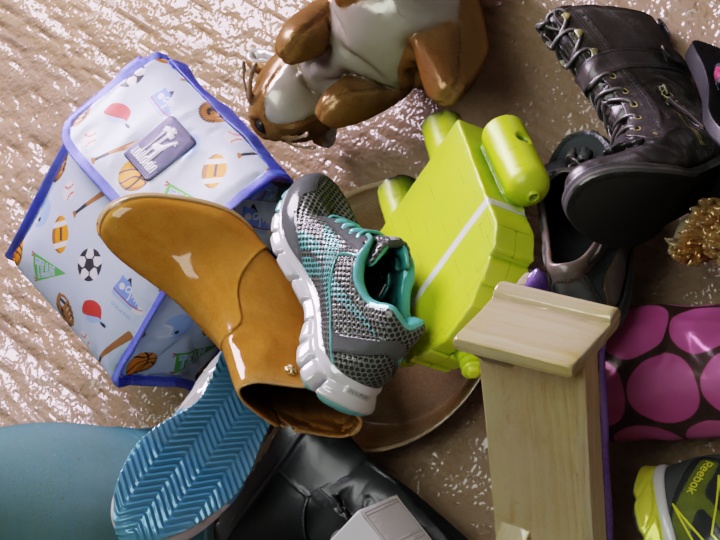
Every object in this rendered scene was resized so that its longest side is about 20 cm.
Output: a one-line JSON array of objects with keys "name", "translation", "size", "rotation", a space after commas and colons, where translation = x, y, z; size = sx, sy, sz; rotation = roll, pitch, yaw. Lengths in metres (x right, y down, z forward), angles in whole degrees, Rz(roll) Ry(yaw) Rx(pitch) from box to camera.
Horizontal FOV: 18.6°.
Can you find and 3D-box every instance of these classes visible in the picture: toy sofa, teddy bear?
[{"name": "toy sofa", "translation": [0.123, 0.104, 1.365], "size": [0.083, 0.098, 0.200], "rotation": [14, 127, 31]}, {"name": "teddy bear", "translation": [0.282, -0.012, 1.355], "size": [0.200, 0.145, 0.067], "rotation": [3, 92, 37]}]

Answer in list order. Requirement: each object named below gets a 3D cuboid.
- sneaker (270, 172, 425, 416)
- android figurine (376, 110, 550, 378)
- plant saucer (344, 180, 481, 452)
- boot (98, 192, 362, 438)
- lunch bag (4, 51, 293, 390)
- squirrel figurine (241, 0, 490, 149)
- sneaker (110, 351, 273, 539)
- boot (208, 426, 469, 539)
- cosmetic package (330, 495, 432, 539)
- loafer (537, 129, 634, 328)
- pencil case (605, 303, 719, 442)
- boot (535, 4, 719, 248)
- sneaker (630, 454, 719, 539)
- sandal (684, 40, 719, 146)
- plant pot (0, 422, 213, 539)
[{"name": "sneaker", "translation": [0.000, 0.000, 1.463], "size": [0.091, 0.078, 0.200], "rotation": [-46, 41, 30]}, {"name": "android figurine", "translation": [0.062, -0.014, 1.462], "size": [0.182, 0.041, 0.200], "rotation": [-56, 32, 28]}, {"name": "plant saucer", "translation": [0.021, 0.035, 1.562], "size": [0.200, 0.035, 0.200], "rotation": [-10, 69, 29]}, {"name": "boot", "translation": [-0.085, 0.031, 1.474], "size": [0.071, 0.201, 0.144], "rotation": [-56, 21, 30]}, {"name": "lunch bag", "translation": [-0.150, -0.038, 1.620], "size": [0.170, 0.124, 0.200], "rotation": [46, 115, 31]}, {"name": "squirrel figurine", "translation": [0.004, -0.168, 1.591], "size": [0.187, 0.142, 0.200], "rotation": [-41, 9, 43]}, {"name": "sneaker", "translation": [-0.106, 0.127, 1.500], "size": [0.077, 0.200, 0.081], "rotation": [32, 136, 7]}, {"name": "boot", "translation": [-0.003, 0.213, 1.505], "size": [0.200, 0.066, 0.165], "rotation": [40, 120, 21]}, {"name": "cosmetic package", "translation": [-0.020, 0.243, 1.451], "size": [0.083, 0.051, 0.200], "rotation": [52, 122, 17]}, {"name": "loafer", "translation": [0.148, -0.038, 1.441], "size": [0.072, 0.063, 0.200], "rotation": [-12, 37, 15]}, {"name": "pencil case", "translation": [0.223, 0.058, 1.404], "size": [0.200, 0.091, 0.094], "rotation": [-3, 40, 29]}, {"name": "boot", "translation": [0.166, -0.104, 1.437], "size": [0.174, 0.200, 0.069], "rotation": [56, 130, 26]}, {"name": "sneaker", "translation": [0.229, 0.201, 1.355], "size": [0.085, 0.074, 0.200], "rotation": [-24, 65, 19]}, {"name": "sandal", "translation": [0.253, -0.111, 1.398], "size": [0.045, 0.075, 0.200], "rotation": [-61, 19, 25]}, {"name": "plant pot", "translation": [-0.237, 0.194, 1.541], "size": [0.200, 0.188, 0.200], "rotation": [-24, 59, 48]}]
